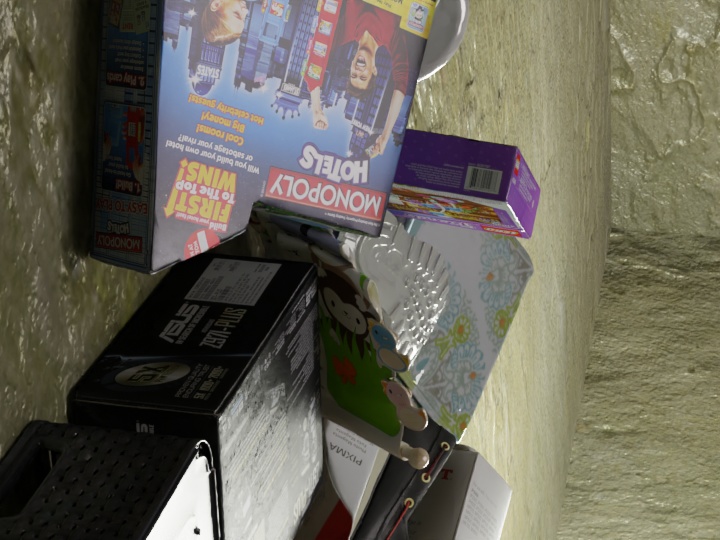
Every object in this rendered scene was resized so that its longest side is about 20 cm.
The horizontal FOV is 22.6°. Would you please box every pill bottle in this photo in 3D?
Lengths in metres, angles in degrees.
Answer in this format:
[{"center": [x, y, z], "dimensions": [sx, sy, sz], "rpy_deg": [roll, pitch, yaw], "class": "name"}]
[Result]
[{"center": [0.024, -0.204, 1.345], "dimensions": [0.200, 0.112, 0.113], "rpy_deg": [-85, 177, -76], "class": "pill bottle"}]

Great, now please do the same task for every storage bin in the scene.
[{"center": [-0.132, 0.191, 0.908], "dimensions": [0.135, 0.094, 0.200], "rpy_deg": [-62, 154, -59], "class": "storage bin"}]

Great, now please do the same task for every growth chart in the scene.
[{"center": [-0.020, 0.029, 1.151], "dimensions": [0.018, 0.145, 0.200], "rpy_deg": [-30, 114, -28], "class": "growth chart"}]

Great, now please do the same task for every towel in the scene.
[{"center": [0.054, 0.021, 1.398], "dimensions": [0.171, 0.048, 0.200], "rpy_deg": [51, 55, -41], "class": "towel"}]

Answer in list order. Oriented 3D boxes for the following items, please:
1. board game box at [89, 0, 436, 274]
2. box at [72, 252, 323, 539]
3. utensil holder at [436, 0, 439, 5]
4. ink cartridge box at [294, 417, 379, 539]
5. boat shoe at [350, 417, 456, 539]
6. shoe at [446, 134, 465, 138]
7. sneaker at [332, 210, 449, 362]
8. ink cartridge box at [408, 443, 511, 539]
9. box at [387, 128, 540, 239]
[{"center": [-0.067, -0.089, 0.984], "dimensions": [0.200, 0.062, 0.200], "rpy_deg": [15, 89, -41], "class": "board game box"}, {"center": [-0.089, 0.103, 1.068], "dimensions": [0.200, 0.086, 0.164], "rpy_deg": [-60, 152, -61], "class": "box"}, {"center": [0.004, -0.262, 1.147], "dimensions": [0.200, 0.170, 0.170], "rpy_deg": [-68, 159, -45], "class": "utensil holder"}, {"center": [-0.044, 0.188, 1.252], "dimensions": [0.163, 0.057, 0.200], "rpy_deg": [-61, 180, 38], "class": "ink cartridge box"}, {"center": [0.008, 0.193, 1.305], "dimensions": [0.202, 0.063, 0.074], "rpy_deg": [-64, -172, -20], "class": "boat shoe"}, {"center": [0.001, -0.057, 1.438], "dimensions": [0.200, 0.091, 0.072], "rpy_deg": [-30, 117, -38], "class": "shoe"}, {"center": [0.000, 0.000, 1.246], "dimensions": [0.076, 0.080, 0.200], "rpy_deg": [-65, 152, -18], "class": "sneaker"}, {"center": [0.017, 0.235, 1.380], "dimensions": [0.083, 0.147, 0.200], "rpy_deg": [48, 54, -50], "class": "ink cartridge box"}, {"center": [0.011, -0.066, 1.181], "dimensions": [0.137, 0.200, 0.039], "rpy_deg": [39, 63, -76], "class": "box"}]
